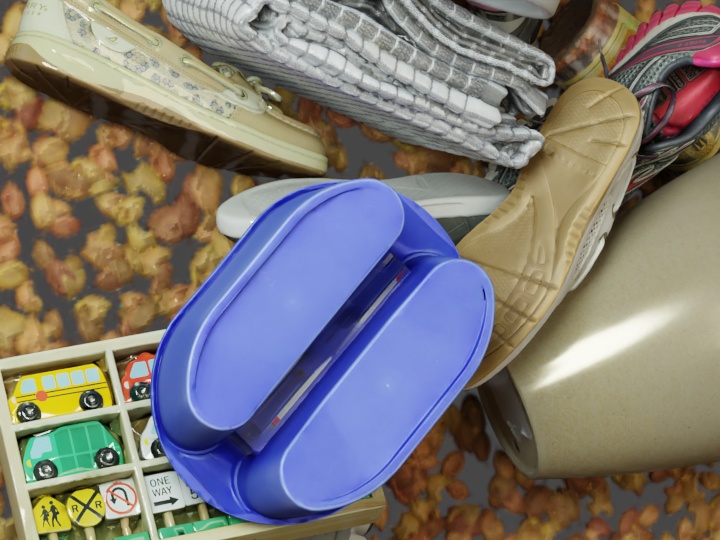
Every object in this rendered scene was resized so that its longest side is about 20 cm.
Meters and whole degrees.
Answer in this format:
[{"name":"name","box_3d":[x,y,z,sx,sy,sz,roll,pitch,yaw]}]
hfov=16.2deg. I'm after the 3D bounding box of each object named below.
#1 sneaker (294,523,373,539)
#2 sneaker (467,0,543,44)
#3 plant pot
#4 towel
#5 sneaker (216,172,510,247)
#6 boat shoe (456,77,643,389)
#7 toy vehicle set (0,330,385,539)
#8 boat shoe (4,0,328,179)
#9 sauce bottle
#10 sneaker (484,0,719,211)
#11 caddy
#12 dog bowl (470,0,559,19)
[{"name":"sneaker","box_3d":[-0.062,0.179,1.432,0.115,0.075,0.201,19,65,-20]},{"name":"sneaker","box_3d":[0.098,-0.221,1.571,0.096,0.079,0.201,70,28,-55]},{"name":"plant pot","box_3d":[0.174,0.044,1.524,0.199,0.187,0.188,-21,94,-13]},{"name":"towel","box_3d":[0.002,-0.135,1.437,0.199,0.165,0.086,23,89,-24]},{"name":"sneaker","box_3d":[0.000,0.000,1.459,0.199,0.071,0.100,-4,111,-38]},{"name":"boat shoe","box_3d":[0.107,-0.013,1.463,0.200,0.071,0.069,-55,155,-1]},{"name":"toy vehicle set","box_3d":[-0.097,0.095,1.391,0.199,0.027,0.125,-10,68,-19]},{"name":"boat shoe","box_3d":[-0.101,-0.106,1.438,0.199,0.073,0.063,23,75,-26]},{"name":"sauce bottle","box_3d":[0.203,-0.098,1.607,0.200,0.066,0.066,33,69,-19]},{"name":"sneaker","box_3d":[0.150,-0.080,1.532,0.081,0.075,0.200,38,105,-20]},{"name":"caddy","box_3d":[-0.020,0.042,1.351,0.141,0.105,0.200,42,77,-8]},{"name":"dog bowl","box_3d":[0.026,-0.209,1.370,0.199,0.200,0.079,22,92,-24]}]
